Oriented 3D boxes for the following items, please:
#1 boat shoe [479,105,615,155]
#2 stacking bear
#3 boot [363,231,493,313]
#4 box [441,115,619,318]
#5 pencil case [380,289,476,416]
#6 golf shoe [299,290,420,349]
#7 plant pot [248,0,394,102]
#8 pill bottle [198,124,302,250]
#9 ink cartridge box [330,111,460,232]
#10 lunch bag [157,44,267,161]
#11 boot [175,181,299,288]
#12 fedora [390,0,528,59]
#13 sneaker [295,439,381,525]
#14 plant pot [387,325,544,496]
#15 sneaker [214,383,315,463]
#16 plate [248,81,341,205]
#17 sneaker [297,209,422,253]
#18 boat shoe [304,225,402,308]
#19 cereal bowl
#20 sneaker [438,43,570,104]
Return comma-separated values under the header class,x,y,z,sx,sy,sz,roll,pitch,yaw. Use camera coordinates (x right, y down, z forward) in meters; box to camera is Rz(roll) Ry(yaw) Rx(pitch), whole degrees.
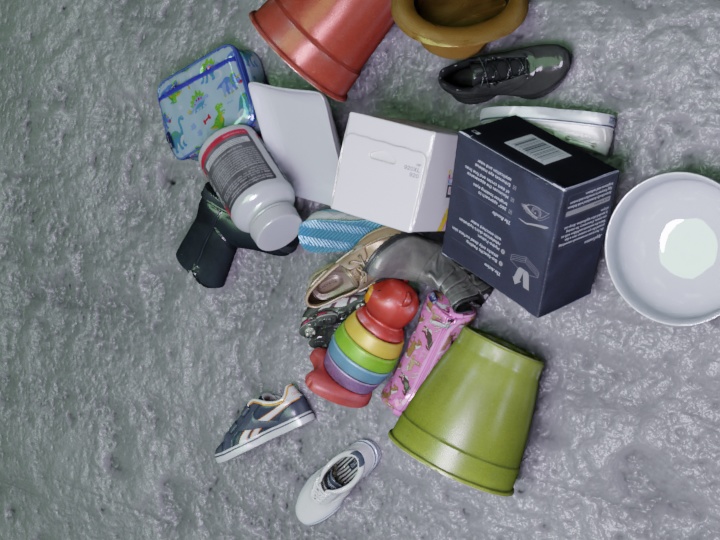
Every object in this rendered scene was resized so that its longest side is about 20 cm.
class,x,y,z,sx,sy,sz,roll,pitch,yaw
boat shoe,0.261,-0.195,1.515,0.199,0.071,0.070,9,95,25
stacking bear,0.015,0.098,1.603,0.113,0.122,0.201,29,112,-9
boot,0.107,0.008,1.547,0.131,0.199,0.068,50,126,24
box,0.226,-0.078,1.456,0.196,0.117,0.201,37,134,39
pencil case,0.102,0.129,1.619,0.083,0.086,0.201,40,115,36
golf shoe,-0.004,0.055,1.687,0.199,0.088,0.077,-17,127,11
plant pot,-0.033,-0.399,1.624,0.195,0.200,0.201,-46,69,17
pill bottle,-0.174,-0.131,1.717,0.111,0.110,0.200,-48,58,25
ink cartridge box,0.078,-0.142,1.553,0.147,0.200,0.146,18,102,30
lunch bag,-0.252,-0.286,1.826,0.199,0.082,0.162,-19,80,30
boot,-0.213,-0.036,1.819,0.199,0.076,0.169,32,121,12
fedora,0.143,-0.367,1.543,0.200,0.200,0.082,37,154,25
sneaker,-0.051,0.347,1.738,0.073,0.071,0.200,49,115,20
plant pot,0.170,0.191,1.536,0.200,0.200,0.194,26,94,28
sneaker,-0.172,0.258,1.807,0.199,0.078,0.080,-29,82,19
plate,-0.088,-0.203,1.693,0.199,0.032,0.201,19,133,48
sneaker,0.007,-0.062,1.676,0.199,0.081,0.077,10,115,11
boat shoe,0.000,0.000,1.624,0.200,0.065,0.071,-34,103,24
cereal bowl,0.430,-0.030,1.407,0.199,0.083,0.202,3,95,32
sneaker,0.204,-0.282,1.531,0.199,0.091,0.076,-11,85,31
